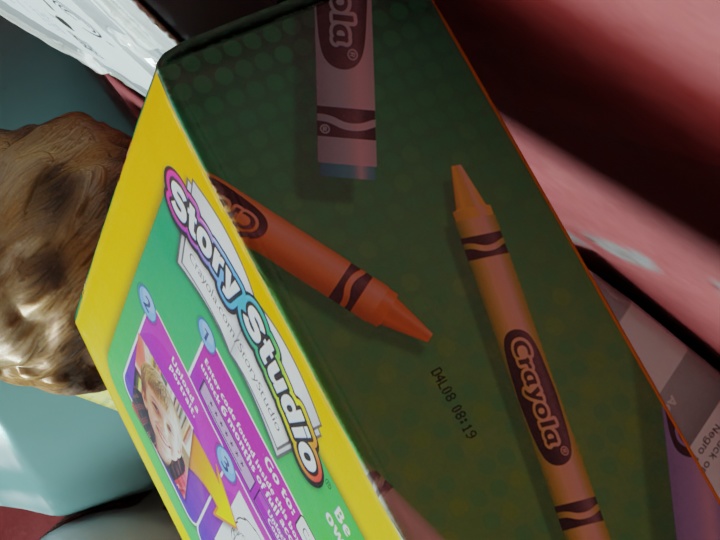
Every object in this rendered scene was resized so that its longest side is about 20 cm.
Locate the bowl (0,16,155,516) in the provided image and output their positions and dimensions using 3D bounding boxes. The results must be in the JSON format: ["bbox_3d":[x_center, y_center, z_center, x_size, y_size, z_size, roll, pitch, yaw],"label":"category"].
[{"bbox_3d":[-0.113,0.003,0.904,0.201,0.105,0.201,52,171,11],"label":"bowl"}]

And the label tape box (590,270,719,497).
[{"bbox_3d":[0.078,0.108,0.710,0.200,0.144,0.066,38,174,-17],"label":"label tape box"}]

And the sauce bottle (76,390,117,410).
[{"bbox_3d":[-0.115,-0.009,0.770,0.199,0.065,0.065,20,178,-13],"label":"sauce bottle"}]

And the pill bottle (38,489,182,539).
[{"bbox_3d":[-0.069,0.129,0.941,0.112,0.112,0.200,35,-166,3],"label":"pill bottle"}]

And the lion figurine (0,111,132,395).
[{"bbox_3d":[-0.034,0.014,0.721,0.200,0.123,0.072,36,174,-13],"label":"lion figurine"}]

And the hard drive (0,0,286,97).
[{"bbox_3d":[-0.087,-0.091,0.607,0.200,0.038,0.140,31,173,33],"label":"hard drive"}]

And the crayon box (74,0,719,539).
[{"bbox_3d":[0.018,0.059,0.513,0.201,0.058,0.119,62,157,15],"label":"crayon box"}]
